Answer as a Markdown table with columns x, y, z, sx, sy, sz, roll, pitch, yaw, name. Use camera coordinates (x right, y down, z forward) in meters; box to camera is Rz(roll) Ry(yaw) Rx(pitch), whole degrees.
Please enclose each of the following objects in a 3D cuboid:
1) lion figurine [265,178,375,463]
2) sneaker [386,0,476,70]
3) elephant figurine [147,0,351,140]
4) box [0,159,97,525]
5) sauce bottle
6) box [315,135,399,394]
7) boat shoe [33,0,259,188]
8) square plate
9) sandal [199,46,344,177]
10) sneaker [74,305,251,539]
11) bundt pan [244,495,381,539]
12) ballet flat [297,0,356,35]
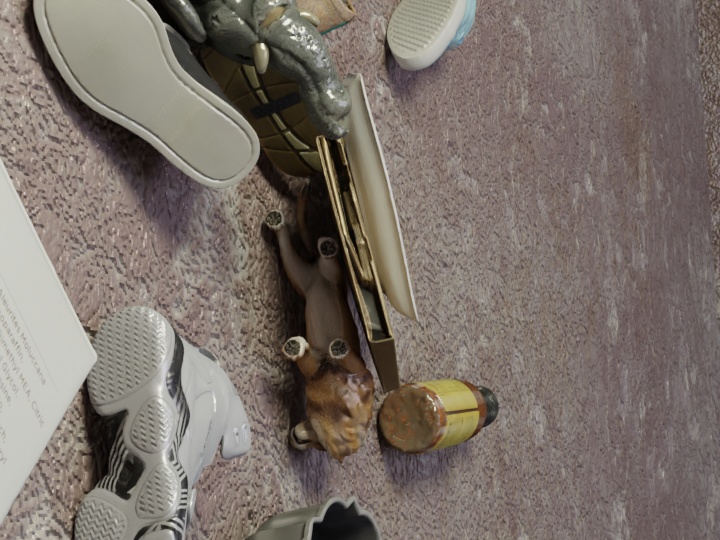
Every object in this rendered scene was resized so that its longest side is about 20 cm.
| x | y | z | sx | sy | sz | roll | pitch | yaw | name |
| --- | --- | --- | --- | --- | --- | --- | --- | --- | --- |
| -0.027 | 0.042 | 1.290 | 0.123 | 0.072 | 0.202 | 61 | 26 | -64 | lion figurine |
| 0.082 | -0.242 | 1.606 | 0.082 | 0.073 | 0.201 | 64 | 31 | -33 | sneaker |
| -0.093 | -0.195 | 1.090 | 0.201 | 0.140 | 0.156 | 74 | 8 | -47 | elephant figurine |
| -0.240 | 0.006 | 0.626 | 0.131 | 0.197 | 0.201 | -66 | 143 | -49 | box |
| 0.080 | 0.134 | 1.529 | 0.200 | 0.065 | 0.067 | 8 | 77 | -67 | sauce bottle |
| 0.000 | 0.000 | 1.286 | 0.200 | 0.021 | 0.165 | 82 | -7 | -76 | box |
| -0.142 | -0.131 | 1.066 | 0.200 | 0.074 | 0.060 | 39 | 6 | -39 | boat shoe |
| 0.009 | -0.064 | 1.363 | 0.200 | 0.028 | 0.200 | -108 | -175 | -83 | square plate |
| -0.067 | -0.153 | 1.240 | 0.201 | 0.079 | 0.054 | 62 | 15 | -46 | sandal |
| -0.119 | 0.131 | 1.041 | 0.115 | 0.074 | 0.202 | 29 | 55 | -60 | sneaker |
| -0.041 | 0.266 | 1.195 | 0.201 | 0.075 | 0.205 | -5 | 90 | -67 | bundt pan |
| -0.032 | -0.295 | 1.355 | 0.068 | 0.067 | 0.203 | -11 | 95 | -67 | ballet flat |
